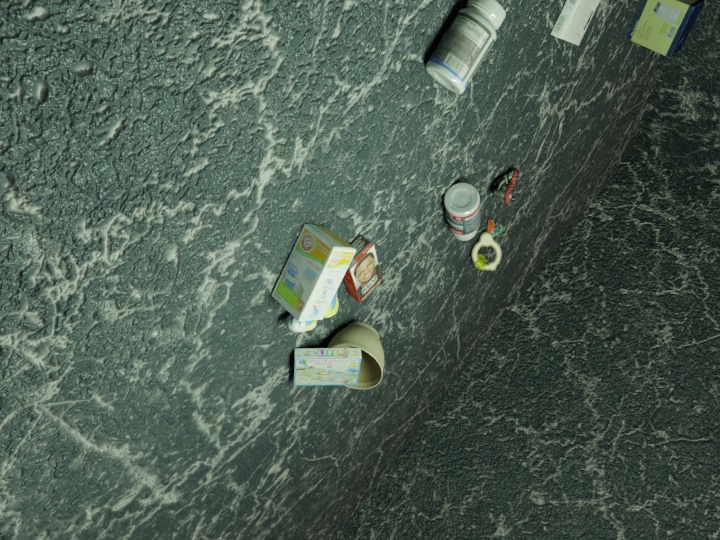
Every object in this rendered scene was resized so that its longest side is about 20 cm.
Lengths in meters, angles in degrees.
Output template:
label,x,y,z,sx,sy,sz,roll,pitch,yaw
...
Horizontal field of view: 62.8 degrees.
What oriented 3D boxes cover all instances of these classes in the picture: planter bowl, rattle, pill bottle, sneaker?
label,x,y,z,sx,sy,sz,roll,pitch,yaw
planter bowl,-0.009,0.250,1.841,0.137,0.194,0.204,-67,170,-45
rattle,0.524,-0.109,2.428,0.142,0.126,0.208,-15,110,-66
pill bottle,0.341,-0.187,1.962,0.120,0.119,0.201,-47,153,-11
sneaker,-0.127,0.086,1.569,0.198,0.074,0.108,-28,133,-54
pill bottle,0.250,-0.538,1.394,0.203,0.113,0.113,-57,154,7
sneaker,0.536,-0.322,2.189,0.202,0.095,0.072,-61,153,-44

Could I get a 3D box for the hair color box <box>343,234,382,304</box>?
label,x,y,z,sx,sy,sz,roll,pitch,yaw
hair color box,0.000,0.000,1.676,0.102,0.061,0.202,-45,152,-15

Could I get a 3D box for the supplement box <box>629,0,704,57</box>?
label,x,y,z,sx,sy,sz,roll,pitch,yaw
supplement box,1.223,-1.007,2.374,0.133,0.198,0.204,-31,147,-35

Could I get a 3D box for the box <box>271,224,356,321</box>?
label,x,y,z,sx,sy,sz,roll,pitch,yaw
box,-0.113,0.005,1.431,0.100,0.112,0.204,2,120,-57

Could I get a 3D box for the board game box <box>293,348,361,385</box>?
label,x,y,z,sx,sy,sz,roll,pitch,yaw
board game box,-0.100,0.286,1.742,0.193,0.035,0.137,1,134,-9

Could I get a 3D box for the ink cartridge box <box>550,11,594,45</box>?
label,x,y,z,sx,sy,sz,roll,pitch,yaw
ink cartridge box,0.693,-0.818,1.889,0.198,0.049,0.165,-21,139,-54
